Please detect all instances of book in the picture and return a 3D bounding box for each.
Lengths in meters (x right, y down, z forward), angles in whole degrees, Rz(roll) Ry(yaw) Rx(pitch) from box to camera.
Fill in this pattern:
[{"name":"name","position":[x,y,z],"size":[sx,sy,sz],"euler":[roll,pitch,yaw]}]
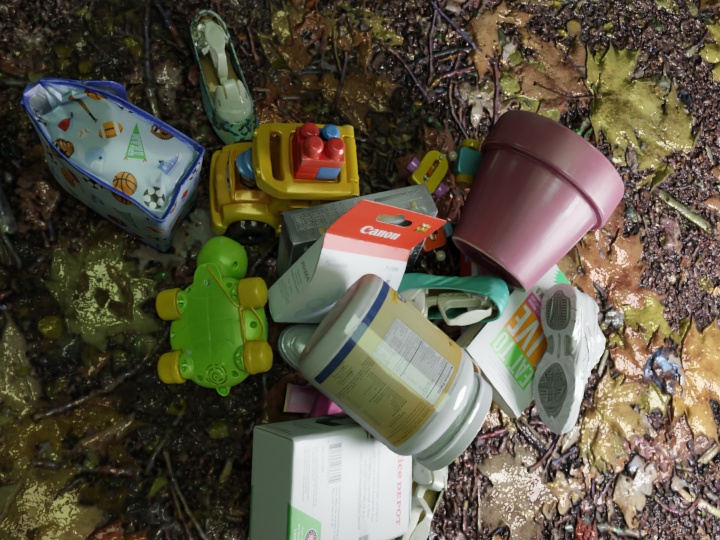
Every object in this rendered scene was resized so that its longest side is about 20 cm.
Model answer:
[{"name":"book","position":[0.239,0.091,0.898],"size":[0.200,0.048,0.134],"euler":[-45,100,-19]}]

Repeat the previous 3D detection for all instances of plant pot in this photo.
[{"name":"plant pot","position":[0.223,-0.082,0.847],"size":[0.198,0.200,0.181],"euler":[35,89,-8]}]

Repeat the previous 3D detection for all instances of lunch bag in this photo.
[{"name":"lunch bag","position":[-0.296,-0.133,0.750],"size":[0.197,0.170,0.126],"euler":[29,70,-9]}]

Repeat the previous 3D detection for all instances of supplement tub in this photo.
[{"name":"supplement tub","position":[0.040,0.118,0.719],"size":[0.199,0.144,0.145],"euler":[40,72,-6]}]

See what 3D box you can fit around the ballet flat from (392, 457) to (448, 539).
[{"name":"ballet flat","position":[0.081,0.312,0.834],"size":[0.067,0.075,0.204],"euler":[24,74,-10]}]

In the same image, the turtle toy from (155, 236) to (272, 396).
[{"name":"turtle toy","position":[-0.175,0.055,0.788],"size":[0.142,0.101,0.206],"euler":[-7,80,7]}]

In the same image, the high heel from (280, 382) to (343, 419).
[{"name":"high heel","position":[-0.066,0.251,0.810],"size":[0.093,0.067,0.205],"euler":[11,68,-13]}]

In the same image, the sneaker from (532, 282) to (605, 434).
[{"name":"sneaker","position":[0.301,0.125,0.862],"size":[0.097,0.077,0.206],"euler":[10,88,-31]}]

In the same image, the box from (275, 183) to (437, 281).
[{"name":"box","position":[-0.010,-0.032,0.823],"size":[0.195,0.159,0.049],"euler":[-14,64,-19]}]

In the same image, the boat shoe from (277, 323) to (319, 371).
[{"name":"boat shoe","position":[-0.014,0.124,0.833],"size":[0.198,0.086,0.076],"euler":[26,73,-11]}]

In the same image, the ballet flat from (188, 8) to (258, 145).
[{"name":"ballet flat","position":[-0.191,-0.265,0.860],"size":[0.073,0.074,0.204],"euler":[-22,87,-19]}]

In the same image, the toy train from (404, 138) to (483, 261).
[{"name":"toy train","position":[0.135,-0.109,0.937],"size":[0.197,0.055,0.153],"euler":[-26,93,-21]}]

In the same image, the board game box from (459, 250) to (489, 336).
[{"name":"board game box","position":[0.226,0.063,0.941],"size":[0.149,0.040,0.206],"euler":[5,79,-16]}]

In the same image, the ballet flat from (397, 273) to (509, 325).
[{"name":"ballet flat","position":[0.105,0.043,0.852],"size":[0.194,0.069,0.071],"euler":[-2,36,11]}]

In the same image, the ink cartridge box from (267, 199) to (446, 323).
[{"name":"ink cartridge box","position":[0.000,0.000,0.776],"size":[0.158,0.199,0.048],"euler":[8,53,-45]}]

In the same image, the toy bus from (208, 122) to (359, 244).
[{"name":"toy bus","position":[-0.093,-0.125,0.793],"size":[0.194,0.192,0.140],"euler":[0,73,-15]}]

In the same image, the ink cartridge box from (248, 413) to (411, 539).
[{"name":"ink cartridge box","position":[-0.031,0.258,0.757],"size":[0.197,0.083,0.150],"euler":[5,86,-44]}]

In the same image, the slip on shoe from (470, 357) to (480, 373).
[{"name":"slip on shoe","position":[0.068,0.102,0.828],"size":[0.196,0.061,0.078],"euler":[26,90,-11]}]
